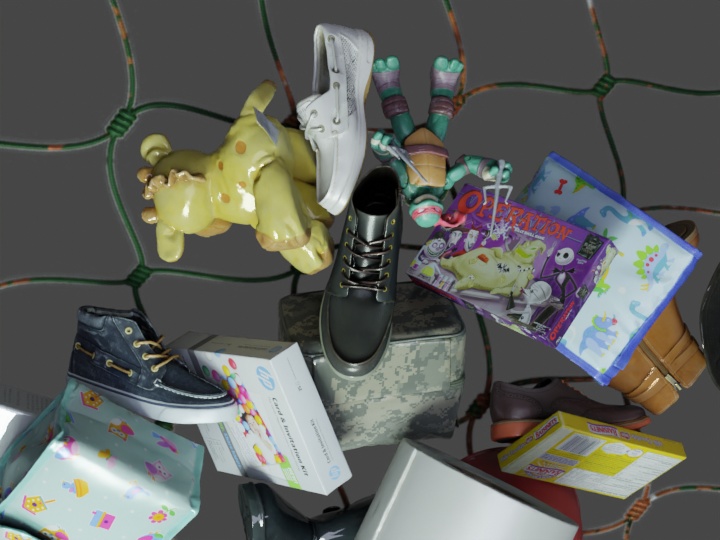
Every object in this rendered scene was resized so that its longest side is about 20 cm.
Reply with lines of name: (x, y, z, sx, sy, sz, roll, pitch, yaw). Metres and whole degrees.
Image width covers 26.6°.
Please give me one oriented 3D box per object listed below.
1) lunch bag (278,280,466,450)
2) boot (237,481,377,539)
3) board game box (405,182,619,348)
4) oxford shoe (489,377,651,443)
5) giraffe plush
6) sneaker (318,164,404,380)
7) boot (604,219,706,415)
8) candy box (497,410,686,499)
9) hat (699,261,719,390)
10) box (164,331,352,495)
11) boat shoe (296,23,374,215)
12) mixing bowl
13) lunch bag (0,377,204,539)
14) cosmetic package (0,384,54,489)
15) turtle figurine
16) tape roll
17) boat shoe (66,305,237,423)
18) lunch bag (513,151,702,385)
lunch bag: (0.007, 0.115, 1.598, 0.199, 0.139, 0.168, -7, 117, -10)
boot: (-0.041, 0.266, 1.620, 0.168, 0.077, 0.200, -14, 148, -8)
board game box: (0.150, -0.009, 1.540, 0.120, 0.200, 0.032, -53, 136, -13)
oxford shoe: (0.236, 0.152, 1.694, 0.199, 0.071, 0.073, 2, 74, -26)
giraffe plush: (-0.133, -0.078, 1.521, 0.162, 0.173, 0.200, -17, 138, 16)
sneaker: (0.000, 0.000, 1.479, 0.075, 0.106, 0.201, 6, 68, 2)
boot: (0.338, 0.054, 1.690, 0.155, 0.074, 0.200, 40, 106, -16)
candy box: (0.257, 0.205, 1.674, 0.200, 0.026, 0.102, 17, 138, -36)
hat: (0.441, 0.046, 1.706, 0.200, 0.081, 0.201, -3, 99, -22)
box: (-0.107, 0.143, 1.552, 0.041, 0.200, 0.156, -33, 111, -34)
boat shoe: (-0.034, -0.154, 1.528, 0.069, 0.071, 0.201, 13, 68, -24)
mixing bowl: (0.168, 0.309, 1.697, 0.200, 0.108, 0.201, -3, 104, -10)
lunch bag: (-0.277, 0.232, 1.504, 0.170, 0.122, 0.200, 32, 117, -22)
cosmetic package: (-0.351, 0.182, 1.574, 0.200, 0.074, 0.102, 20, 99, -18)
turtle figurine: (0.066, -0.120, 1.544, 0.149, 0.101, 0.201, 6, 64, -29)
tape roll: (0.102, 0.275, 1.540, 0.202, 0.203, 0.139, 26, 89, -17)
boat shoe: (-0.212, 0.094, 1.540, 0.200, 0.071, 0.091, 11, 101, 24)
lunch bag: (0.236, 0.002, 1.582, 0.127, 0.200, 0.170, 31, 96, -47)
